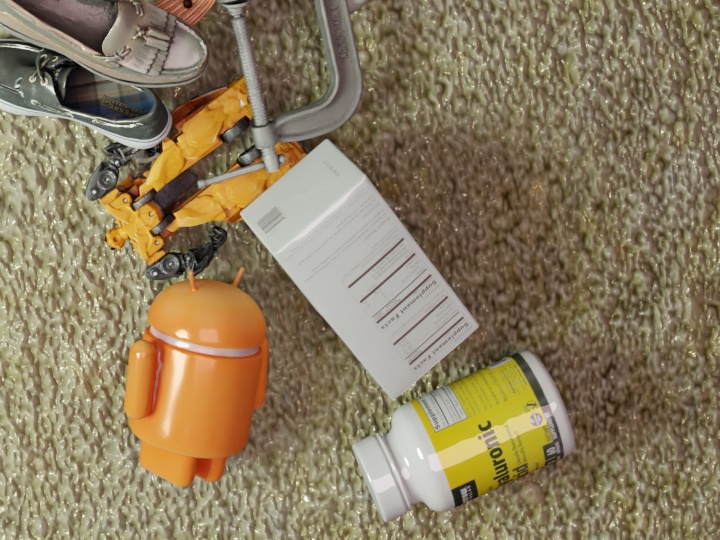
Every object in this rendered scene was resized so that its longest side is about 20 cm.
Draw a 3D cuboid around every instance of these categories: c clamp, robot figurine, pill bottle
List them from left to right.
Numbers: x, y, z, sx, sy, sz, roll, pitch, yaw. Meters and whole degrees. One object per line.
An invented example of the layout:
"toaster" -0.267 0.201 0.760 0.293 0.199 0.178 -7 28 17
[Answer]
"robot figurine" -0.156 -0.084 1.491 0.199 0.058 0.146 -37 103 -4
"robot figurine" -0.150 0.095 1.490 0.142 0.117 0.202 9 102 -13
"c clamp" -0.077 -0.186 1.441 0.169 0.027 0.202 -13 110 -19
"pill bottle" 0.097 0.165 1.549 0.198 0.111 0.112 -24 102 -5

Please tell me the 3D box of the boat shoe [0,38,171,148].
"boat shoe" -0.263 -0.167 1.433 0.198 0.057 0.069 18 73 5

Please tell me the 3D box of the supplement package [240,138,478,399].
"supplement package" 0.000 0.000 1.480 0.109 0.114 0.200 -40 120 -2

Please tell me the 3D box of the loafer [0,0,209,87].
"loafer" -0.225 -0.209 1.376 0.198 0.063 0.073 17 81 -7

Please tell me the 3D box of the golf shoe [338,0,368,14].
"golf shoe" 0.059 -0.291 1.491 0.200 0.078 0.097 -42 110 0

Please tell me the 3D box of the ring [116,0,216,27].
"ring" -0.208 -0.295 1.407 0.198 0.019 0.203 -1 101 -5
